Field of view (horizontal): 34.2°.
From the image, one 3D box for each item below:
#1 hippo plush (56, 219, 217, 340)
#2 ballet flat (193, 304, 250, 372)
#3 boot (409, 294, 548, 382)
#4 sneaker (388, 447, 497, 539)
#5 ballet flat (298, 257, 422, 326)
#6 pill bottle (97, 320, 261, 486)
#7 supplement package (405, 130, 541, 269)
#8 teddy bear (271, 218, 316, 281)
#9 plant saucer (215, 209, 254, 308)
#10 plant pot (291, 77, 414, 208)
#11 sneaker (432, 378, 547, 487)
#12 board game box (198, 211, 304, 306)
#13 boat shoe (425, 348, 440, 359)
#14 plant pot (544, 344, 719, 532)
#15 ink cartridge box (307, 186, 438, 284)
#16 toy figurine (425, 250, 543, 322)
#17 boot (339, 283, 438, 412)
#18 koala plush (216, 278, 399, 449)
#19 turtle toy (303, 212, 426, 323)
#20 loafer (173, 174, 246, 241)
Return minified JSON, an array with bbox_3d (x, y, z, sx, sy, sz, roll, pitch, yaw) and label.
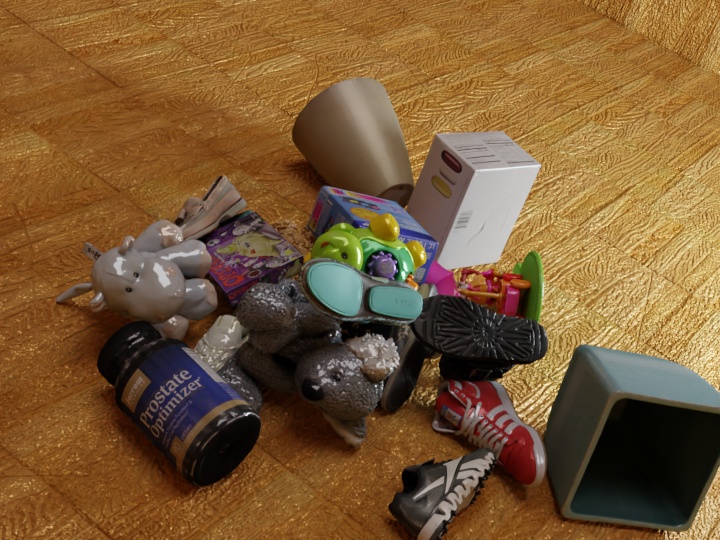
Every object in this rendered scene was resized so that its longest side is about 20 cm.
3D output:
[{"bbox_3d":[-0.278,-0.002,1.490,0.199,0.160,0.161,25,-11,1],"label":"hippo plush"},{"bbox_3d":[-0.169,0.077,1.573,0.071,0.072,0.200,28,32,11],"label":"ballet flat"},{"bbox_3d":[0.138,0.104,1.620,0.210,0.158,0.080,17,69,-19],"label":"boot"},{"bbox_3d":[0.100,0.262,1.451,0.090,0.067,0.200,34,36,16],"label":"sneaker"},{"bbox_3d":[-0.013,0.032,1.449,0.199,0.074,0.074,20,26,-39],"label":"ballet flat"},{"bbox_3d":[-0.220,0.152,1.387,0.200,0.112,0.111,39,36,27],"label":"pill bottle"},{"bbox_3d":[0.177,-0.117,1.939,0.155,0.201,0.111,-8,41,-38],"label":"supplement package"},{"bbox_3d":[-0.084,-0.025,1.776,0.144,0.067,0.200,17,31,-1],"label":"teddy bear"},{"bbox_3d":[-0.175,-0.023,1.732,0.069,0.019,0.201,-21,40,2],"label":"plant saucer"},{"bbox_3d":[0.007,-0.192,2.002,0.186,0.188,0.201,-7,55,-37],"label":"plant pot"},{"bbox_3d":[0.165,0.214,1.557,0.112,0.072,0.200,9,26,-25],"label":"sneaker"},{"bbox_3d":[-0.165,-0.020,1.657,0.119,0.032,0.200,-30,30,-13],"label":"board game box"},{"bbox_3d":[0.052,0.052,1.735,0.060,0.072,0.202,0,40,-37],"label":"boat shoe"},{"bbox_3d":[0.358,0.204,1.583,0.194,0.198,0.200,10,25,-16],"label":"plant pot"},{"bbox_3d":[0.022,-0.046,1.716,0.135,0.077,0.200,10,21,-27],"label":"ink cartridge box"},{"bbox_3d":[0.170,0.029,1.808,0.182,0.152,0.200,7,11,-5],"label":"toy figurine"},{"bbox_3d":[0.015,0.096,1.637,0.149,0.073,0.201,10,62,21],"label":"boot"},{"bbox_3d":[-0.052,0.119,1.487,0.199,0.179,0.184,28,22,19],"label":"koala plush"},{"bbox_3d":[0.000,0.000,1.550,0.200,0.145,0.102,41,28,-47],"label":"turtle toy"},{"bbox_3d":[-0.239,-0.086,1.727,0.063,0.072,0.200,63,29,-9],"label":"loafer"}]
